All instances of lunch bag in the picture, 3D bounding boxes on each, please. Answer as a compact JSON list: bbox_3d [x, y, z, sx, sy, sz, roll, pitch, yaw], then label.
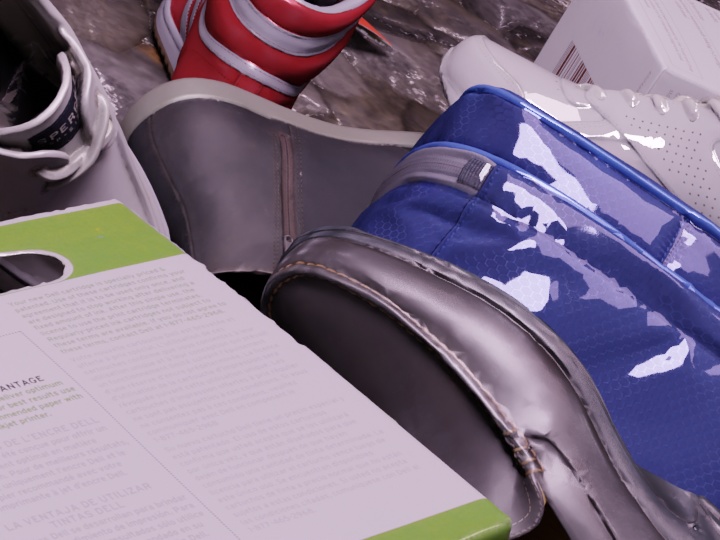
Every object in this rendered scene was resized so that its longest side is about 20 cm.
[{"bbox_3d":[0.082,0.035,0.902,0.200,0.133,0.136,33,-17,-1],"label":"lunch bag"}]

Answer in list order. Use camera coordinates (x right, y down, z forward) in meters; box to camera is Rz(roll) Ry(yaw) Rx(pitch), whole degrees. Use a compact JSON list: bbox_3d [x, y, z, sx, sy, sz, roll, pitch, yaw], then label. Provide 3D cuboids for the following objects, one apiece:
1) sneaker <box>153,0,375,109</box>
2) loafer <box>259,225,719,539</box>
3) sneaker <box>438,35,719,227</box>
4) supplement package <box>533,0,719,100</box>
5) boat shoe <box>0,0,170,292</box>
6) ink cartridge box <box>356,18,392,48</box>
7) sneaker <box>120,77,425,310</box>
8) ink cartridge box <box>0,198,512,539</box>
[{"bbox_3d":[-0.040,-0.118,1.128,0.071,0.113,0.200,26,24,-13],"label":"sneaker"},{"bbox_3d":[0.041,0.067,0.768,0.200,0.073,0.072,41,43,10],"label":"loafer"},{"bbox_3d":[0.125,-0.044,1.031,0.200,0.100,0.078,35,13,5],"label":"sneaker"},{"bbox_3d":[0.180,-0.042,1.244,0.199,0.118,0.117,21,25,-23],"label":"supplement package"},{"bbox_3d":[-0.116,-0.055,0.875,0.066,0.072,0.200,11,-39,47],"label":"boat shoe"},{"bbox_3d":[-0.047,-0.184,1.246,0.109,0.050,0.200,45,8,30],"label":"ink cartridge box"},{"bbox_3d":[0.000,0.000,1.023,0.199,0.075,0.107,13,40,-31],"label":"sneaker"},{"bbox_3d":[-0.077,0.066,0.742,0.147,0.076,0.200,-14,37,-35],"label":"ink cartridge box"}]
